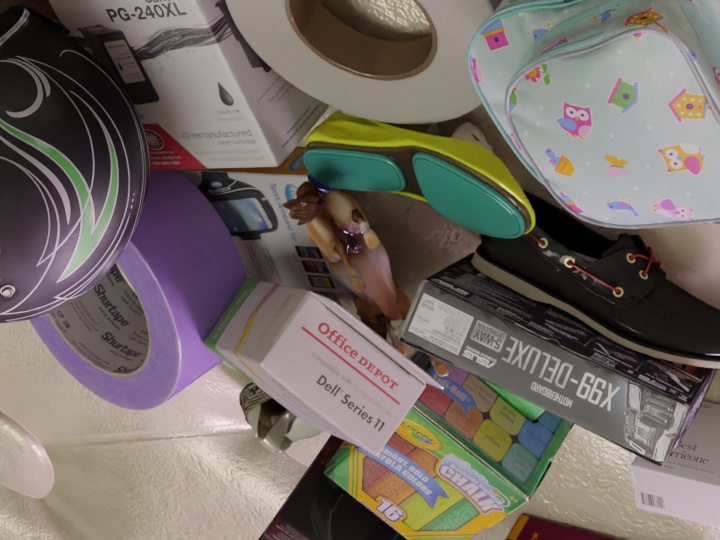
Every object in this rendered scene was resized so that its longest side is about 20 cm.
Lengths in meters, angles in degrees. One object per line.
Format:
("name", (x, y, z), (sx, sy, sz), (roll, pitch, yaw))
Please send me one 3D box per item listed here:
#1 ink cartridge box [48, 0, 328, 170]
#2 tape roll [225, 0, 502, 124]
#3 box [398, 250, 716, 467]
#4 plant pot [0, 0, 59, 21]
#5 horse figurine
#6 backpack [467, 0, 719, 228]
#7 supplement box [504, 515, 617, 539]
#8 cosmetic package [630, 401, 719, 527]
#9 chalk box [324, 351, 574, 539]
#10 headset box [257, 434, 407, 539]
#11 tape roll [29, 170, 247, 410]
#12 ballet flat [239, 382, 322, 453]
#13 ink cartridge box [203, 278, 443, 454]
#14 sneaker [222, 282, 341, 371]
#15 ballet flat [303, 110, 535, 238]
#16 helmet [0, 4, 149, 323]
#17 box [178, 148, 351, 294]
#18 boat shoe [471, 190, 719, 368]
("ink cartridge box", (-0.133, -0.176, 1.237), (0.145, 0.083, 0.200), (1, 131, 38))
("tape roll", (0.006, -0.176, 1.135), (0.202, 0.037, 0.203), (16, 147, 11))
("box", (0.145, 0.054, 1.204), (0.200, 0.158, 0.050), (25, 106, 14))
("plant pot", (-0.323, -0.114, 1.355), (0.187, 0.200, 0.187), (21, 139, 19))
("horse figurine", (0.000, 0.000, 1.260), (0.200, 0.050, 0.133), (58, 177, -33))
("backpack", (0.166, -0.115, 1.021), (0.200, 0.153, 0.176), (-4, 133, 48))
("supplement box", (0.214, 0.295, 1.452), (0.200, 0.086, 0.111), (11, 135, 30))
("cosmetic package", (0.305, 0.150, 1.239), (0.200, 0.083, 0.051), (10, 133, 29))
("chalk box", (0.085, 0.120, 1.340), (0.124, 0.124, 0.200), (39, 143, -3))
("headset box", (0.007, 0.221, 1.444), (0.149, 0.200, 0.077), (36, 143, 2))
("tape roll", (-0.189, 0.007, 1.384), (0.200, 0.085, 0.200), (26, 133, 32))
("ballet flat", (-0.055, 0.117, 1.482), (0.068, 0.075, 0.200), (30, 146, -22))
("ink cartridge box", (-0.031, 0.070, 1.256), (0.117, 0.067, 0.200), (39, 170, -17))
("sneaker", (-0.079, 0.048, 1.448), (0.200, 0.078, 0.099), (12, 143, 41))
("ballet flat", (0.049, -0.079, 1.206), (0.200, 0.067, 0.067), (17, 145, 35))
("helmet", (-0.246, -0.066, 1.212), (0.200, 0.200, 0.191), (-11, 121, 44))
("box", (-0.078, -0.042, 1.371), (0.200, 0.042, 0.119), (4, 131, 32))
("boat shoe", (0.177, 0.007, 1.191), (0.201, 0.074, 0.063), (27, 112, 15))
